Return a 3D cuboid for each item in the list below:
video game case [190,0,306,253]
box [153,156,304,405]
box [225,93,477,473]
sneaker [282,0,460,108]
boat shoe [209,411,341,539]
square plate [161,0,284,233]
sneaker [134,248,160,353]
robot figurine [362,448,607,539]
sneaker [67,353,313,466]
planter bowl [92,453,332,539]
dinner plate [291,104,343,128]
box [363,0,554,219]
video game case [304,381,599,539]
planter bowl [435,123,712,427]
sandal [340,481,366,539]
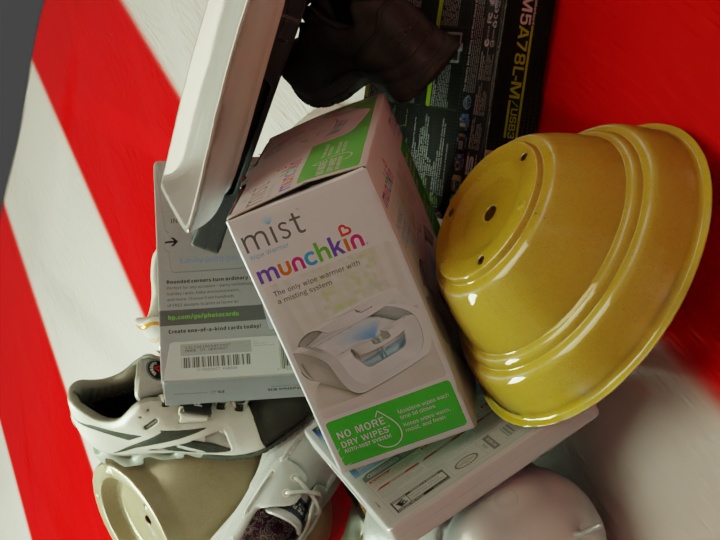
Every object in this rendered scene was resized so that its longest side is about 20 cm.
[{"bbox_3d":[-0.076,-0.136,1.023,0.200,0.025,0.181,-87,18,-61],"label":"video game case"},{"bbox_3d":[-0.078,0.002,1.086,0.041,0.155,0.201,98,167,-58],"label":"box"},{"bbox_3d":[0.000,0.000,0.910,0.200,0.096,0.177,-76,-36,-71],"label":"box"},{"bbox_3d":[-0.010,-0.172,1.017,0.076,0.091,0.200,-52,25,-19],"label":"sneaker"},{"bbox_3d":[-0.060,0.181,1.082,0.200,0.072,0.068,-50,20,-6],"label":"boat shoe"},{"bbox_3d":[-0.087,-0.133,0.917,0.198,0.028,0.201,-137,62,-74],"label":"square plate"},{"bbox_3d":[-0.114,-0.016,1.161,0.078,0.079,0.201,-4,56,50],"label":"sneaker"},{"bbox_3d":[0.077,0.171,0.881,0.200,0.113,0.170,5,79,63],"label":"robot figurine"},{"bbox_3d":[-0.131,0.099,1.081,0.089,0.199,0.074,64,-163,-50],"label":"sneaker"},{"bbox_3d":[-0.137,0.184,1.183,0.200,0.134,0.201,33,138,36],"label":"planter bowl"},{"bbox_3d":[-0.063,-0.056,1.236,0.200,0.024,0.201,-41,38,42],"label":"dinner plate"},{"bbox_3d":[0.064,-0.140,1.033,0.193,0.047,0.201,-159,75,-64],"label":"box"},{"bbox_3d":[0.050,0.098,0.904,0.018,0.143,0.200,60,171,-18],"label":"video game case"},{"bbox_3d":[0.102,-0.017,0.824,0.200,0.083,0.201,-45,27,32],"label":"planter bowl"},{"bbox_3d":[0.007,0.168,1.077,0.082,0.054,0.201,57,134,50],"label":"sandal"}]
